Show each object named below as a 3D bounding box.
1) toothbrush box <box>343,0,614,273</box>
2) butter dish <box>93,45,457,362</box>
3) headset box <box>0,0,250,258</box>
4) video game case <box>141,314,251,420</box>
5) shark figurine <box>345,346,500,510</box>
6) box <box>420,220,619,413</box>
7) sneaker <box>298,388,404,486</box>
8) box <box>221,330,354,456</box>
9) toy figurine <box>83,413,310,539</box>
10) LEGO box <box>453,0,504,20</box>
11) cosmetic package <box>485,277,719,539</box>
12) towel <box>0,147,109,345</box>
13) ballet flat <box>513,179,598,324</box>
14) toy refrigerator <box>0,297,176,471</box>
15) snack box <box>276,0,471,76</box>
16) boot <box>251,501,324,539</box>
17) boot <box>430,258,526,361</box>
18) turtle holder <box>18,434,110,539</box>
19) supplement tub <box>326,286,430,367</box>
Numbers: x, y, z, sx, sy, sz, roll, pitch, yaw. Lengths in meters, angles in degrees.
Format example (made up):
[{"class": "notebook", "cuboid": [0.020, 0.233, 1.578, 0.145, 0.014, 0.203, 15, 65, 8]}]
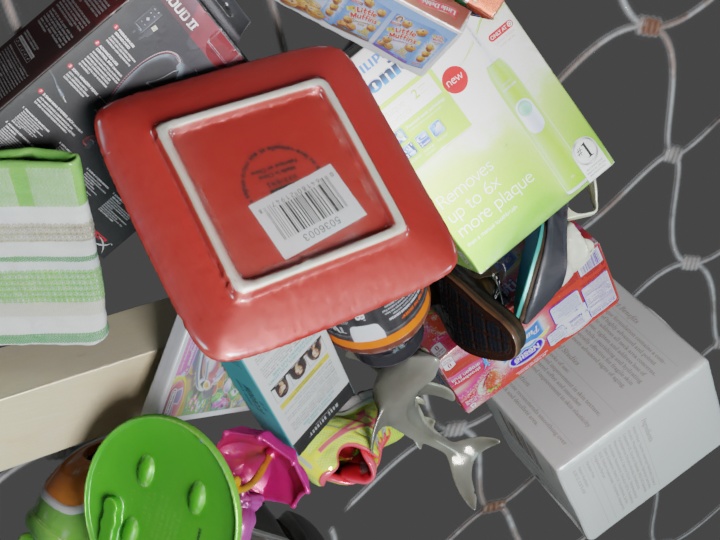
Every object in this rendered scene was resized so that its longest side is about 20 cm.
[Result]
[{"class": "toothbrush box", "cuboid": [0.082, -0.121, 0.877, 0.146, 0.086, 0.200, -39, 103, -5]}, {"class": "butter dish", "cuboid": [-0.069, -0.032, 0.771, 0.200, 0.200, 0.148, -21, 164, -25]}, {"class": "headset box", "cuboid": [-0.165, -0.129, 0.781, 0.200, 0.075, 0.149, -41, 136, 1]}, {"class": "video game case", "cuboid": [-0.095, 0.060, 0.949, 0.200, 0.018, 0.143, 1, 114, -58]}, {"class": "shark figurine", "cuboid": [0.044, 0.153, 1.066, 0.090, 0.128, 0.215, -63, 143, -29]}, {"class": "box", "cuboid": [0.147, 0.034, 1.094, 0.200, 0.095, 0.100, -36, 134, -3]}, {"class": "sneaker", "cuboid": [-0.008, 0.178, 1.089, 0.200, 0.090, 0.078, -2, 130, -53]}, {"class": "box", "cuboid": [-0.068, 0.077, 0.935, 0.082, 0.049, 0.200, -47, 148, -19]}, {"class": "toy figurine", "cuboid": [-0.119, 0.208, 0.911, 0.184, 0.150, 0.200, -1, 108, -62]}, {"class": "LEGO box", "cuboid": [0.074, -0.300, 0.752, 0.149, 0.077, 0.200, 27, 100, -15]}, {"class": "cosmetic package", "cuboid": [0.270, 0.154, 1.215, 0.200, 0.167, 0.166, -35, 134, -5]}, {"class": "towel", "cuboid": [-0.262, -0.014, 0.777, 0.149, 0.031, 0.200, -1, 140, -8]}, {"class": "ballet flat", "cuboid": [0.186, -0.046, 1.011, 0.073, 0.073, 0.200, 19, 73, -41]}, {"class": "toy refrigerator", "cuboid": [-0.237, 0.093, 0.907, 0.200, 0.070, 0.076, -18, 131, -27]}, {"class": "snack box", "cuboid": [-0.026, -0.204, 0.762, 0.200, 0.072, 0.024, 25, 66, -13]}, {"class": "boot", "cuboid": [-0.140, 0.325, 1.148, 0.174, 0.069, 0.200, -46, 137, 5]}, {"class": "boot", "cuboid": [0.110, 0.014, 0.986, 0.097, 0.200, 0.075, -22, 121, -22]}, {"class": "turtle holder", "cuboid": [-0.200, 0.228, 0.980, 0.185, 0.141, 0.132, 30, 81, -12]}, {"class": "supplement tub", "cuboid": [0.000, 0.000, 0.926, 0.107, 0.107, 0.200, -32, 138, -8]}]
